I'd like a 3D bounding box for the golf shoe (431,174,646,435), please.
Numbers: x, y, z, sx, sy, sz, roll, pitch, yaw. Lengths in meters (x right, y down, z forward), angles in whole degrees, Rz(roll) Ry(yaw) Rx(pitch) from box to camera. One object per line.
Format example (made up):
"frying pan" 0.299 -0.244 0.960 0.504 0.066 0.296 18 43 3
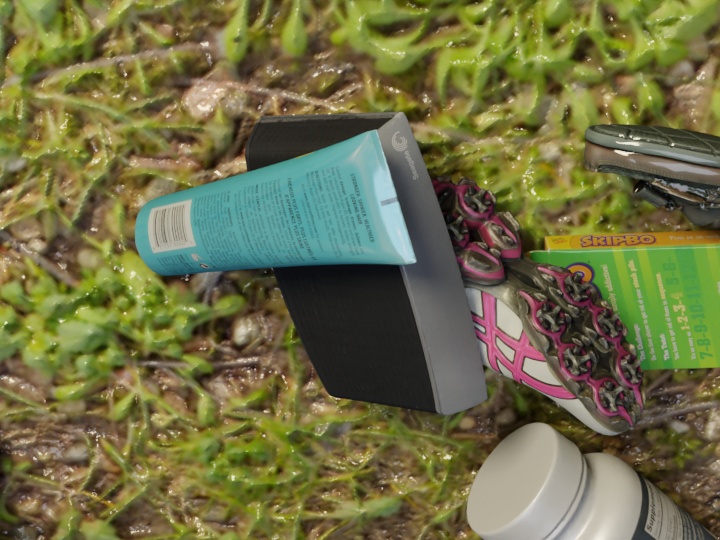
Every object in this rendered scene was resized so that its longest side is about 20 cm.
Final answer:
"golf shoe" 0.099 0.032 0.848 0.200 0.072 0.092 46 140 6

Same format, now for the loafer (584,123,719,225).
"loafer" 0.233 -0.049 0.818 0.197 0.072 0.064 7 107 -6

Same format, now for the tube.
"tube" -0.055 -0.031 0.790 0.198 0.050 0.078 -6 113 41

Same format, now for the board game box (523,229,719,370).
"board game box" 0.205 0.021 0.886 0.197 0.030 0.097 -3 118 0

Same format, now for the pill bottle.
"pill bottle" 0.175 0.202 0.932 0.199 0.120 0.120 38 112 -18

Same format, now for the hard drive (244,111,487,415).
"hard drive" 0.000 0.000 0.827 0.134 0.042 0.202 5 123 41
